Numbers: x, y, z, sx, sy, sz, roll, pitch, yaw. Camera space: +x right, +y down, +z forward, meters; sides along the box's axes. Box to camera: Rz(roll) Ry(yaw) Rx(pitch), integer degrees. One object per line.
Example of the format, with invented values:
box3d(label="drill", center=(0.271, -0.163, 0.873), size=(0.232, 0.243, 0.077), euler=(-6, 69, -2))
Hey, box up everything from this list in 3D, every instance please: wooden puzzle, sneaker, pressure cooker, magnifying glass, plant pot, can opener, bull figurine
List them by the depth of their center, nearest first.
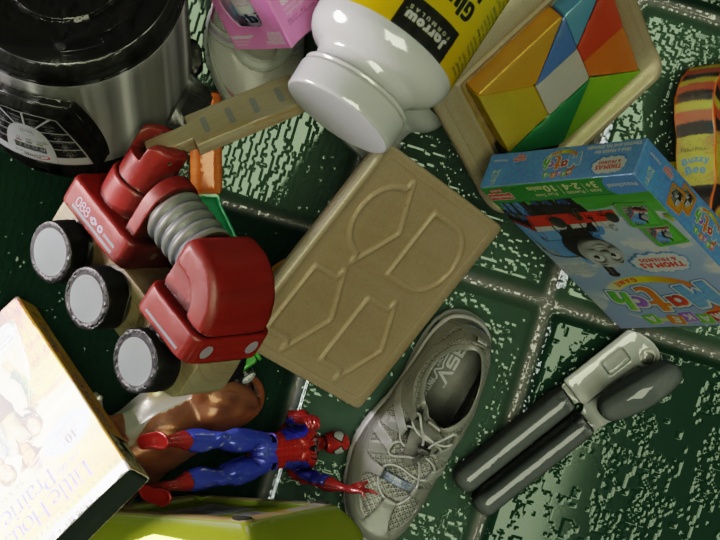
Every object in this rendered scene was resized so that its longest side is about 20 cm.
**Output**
box3d(label="pressure cooker", center=(-0.206, -0.167, 1.584), size=(0.178, 0.200, 0.177), euler=(-21, 67, -13))
box3d(label="plant pot", center=(-0.111, 0.266, 1.627), size=(0.198, 0.200, 0.183), euler=(1, 91, 29))
box3d(label="sneaker", center=(-0.077, -0.213, 1.643), size=(0.081, 0.088, 0.202), euler=(0, 98, -7))
box3d(label="wooden puzzle", center=(0.144, -0.150, 1.643), size=(0.185, 0.037, 0.200), euler=(-42, 143, -4))
box3d(label="wooden puzzle", center=(0.000, 0.000, 1.654), size=(0.186, 0.046, 0.200), euler=(-51, 144, 5))
box3d(label="bull figurine", center=(-0.172, 0.123, 1.684), size=(0.199, 0.065, 0.122), euler=(-33, 123, -9))
box3d(label="magnifying glass", center=(-0.121, -0.040, 1.699), size=(0.079, 0.022, 0.202), euler=(-1, 100, -6))
box3d(label="sneaker", center=(0.043, 0.126, 1.707), size=(0.074, 0.082, 0.201), euler=(22, 95, -9))
box3d(label="can opener", center=(0.164, 0.122, 1.734), size=(0.200, 0.066, 0.053), euler=(-37, 102, 4))

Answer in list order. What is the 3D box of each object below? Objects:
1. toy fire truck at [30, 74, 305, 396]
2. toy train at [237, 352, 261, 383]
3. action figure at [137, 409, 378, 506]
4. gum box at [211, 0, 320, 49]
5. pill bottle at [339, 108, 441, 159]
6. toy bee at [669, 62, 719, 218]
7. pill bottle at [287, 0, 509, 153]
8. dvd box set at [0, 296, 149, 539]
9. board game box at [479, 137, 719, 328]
box3d(label="toy fire truck", center=(-0.112, -0.035, 1.538), size=(0.176, 0.128, 0.200), euler=(49, 121, 27))
box3d(label="toy train", center=(-0.139, 0.001, 1.645), size=(0.042, 0.056, 0.200), euler=(-34, 71, -3))
box3d(label="action figure", center=(-0.064, 0.143, 1.652), size=(0.199, 0.099, 0.066), euler=(-5, 95, -48))
box3d(label="gum box", center=(-0.040, -0.256, 1.563), size=(0.200, 0.066, 0.114), euler=(-45, 121, -30))
box3d(label="pill bottle", center=(0.047, -0.179, 1.650), size=(0.116, 0.116, 0.200), euler=(42, 91, -10))
box3d(label="toy bee", center=(0.278, -0.063, 1.685), size=(0.131, 0.108, 0.201), euler=(-30, 79, 31))
box3d(label="pill bottle", center=(0.037, -0.187, 1.518), size=(0.112, 0.112, 0.201), euler=(35, 77, -10))
box3d(label="dvd box set", center=(-0.260, 0.135, 1.627), size=(0.146, 0.200, 0.029), euler=(-44, 143, 7))
box3d(label="board game box", center=(0.207, -0.024, 1.640), size=(0.200, 0.151, 0.037), euler=(41, 60, -35))
